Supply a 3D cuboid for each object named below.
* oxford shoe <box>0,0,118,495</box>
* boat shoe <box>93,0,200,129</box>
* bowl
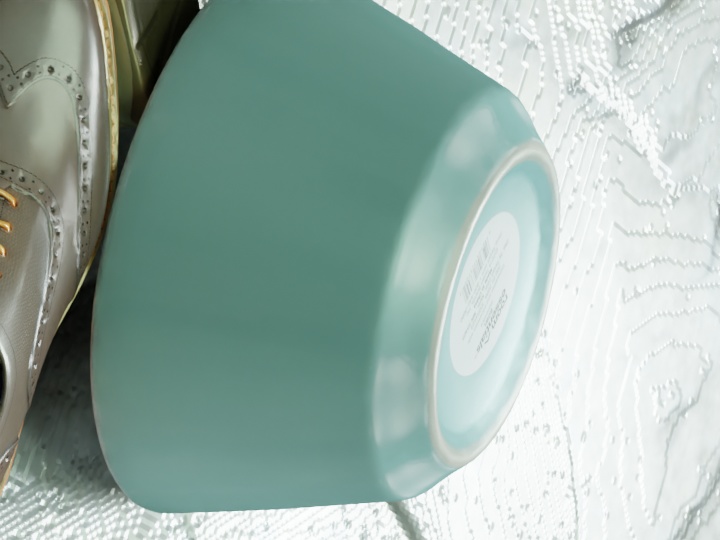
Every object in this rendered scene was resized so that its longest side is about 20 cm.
[{"bbox_3d":[-0.115,-0.005,0.877,0.071,0.073,0.200,11,89,-6],"label":"oxford shoe"},{"bbox_3d":[-0.101,-0.143,0.931,0.073,0.063,0.201,-37,118,-61],"label":"boat shoe"},{"bbox_3d":[0.000,0.000,0.977,0.201,0.105,0.201,-49,147,-48],"label":"bowl"}]
